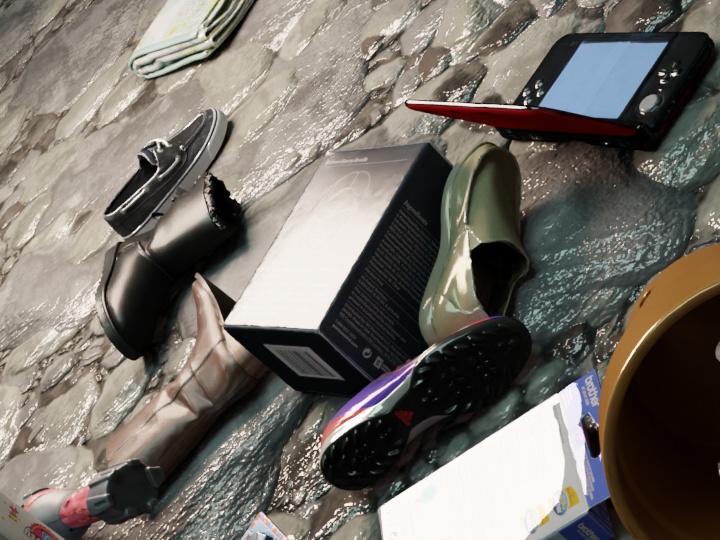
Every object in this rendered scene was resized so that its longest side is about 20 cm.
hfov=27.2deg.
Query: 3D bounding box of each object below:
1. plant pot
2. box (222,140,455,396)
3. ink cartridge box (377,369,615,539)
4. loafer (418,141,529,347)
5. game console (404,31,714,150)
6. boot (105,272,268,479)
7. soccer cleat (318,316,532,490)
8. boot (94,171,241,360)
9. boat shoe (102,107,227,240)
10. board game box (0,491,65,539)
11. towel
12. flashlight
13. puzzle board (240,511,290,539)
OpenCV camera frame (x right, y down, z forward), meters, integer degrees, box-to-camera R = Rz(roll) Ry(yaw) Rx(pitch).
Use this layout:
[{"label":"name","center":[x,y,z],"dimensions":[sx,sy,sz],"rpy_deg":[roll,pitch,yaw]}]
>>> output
[{"label":"plant pot","center":[0.230,0.069,0.856],"dimensions":[0.200,0.200,0.140],"rpy_deg":[-39,13,13]},{"label":"box","center":[0.000,0.000,1.296],"dimensions":[0.148,0.107,0.201],"rpy_deg":[1,55,53]},{"label":"ink cartridge box","center":[0.102,0.166,1.033],"dimensions":[0.200,0.042,0.120],"rpy_deg":[-38,31,21]},{"label":"loafer","center":[0.106,-0.020,1.226],"dimensions":[0.068,0.076,0.201],"rpy_deg":[-13,53,42]},{"label":"game console","center":[0.167,-0.168,1.271],"dimensions":[0.173,0.119,0.200],"rpy_deg":[-55,31,-14]},{"label":"boot","center":[-0.186,0.114,1.449],"dimensions":[0.200,0.064,0.186],"rpy_deg":[-48,31,6]},{"label":"soccer cleat","center":[0.046,0.092,1.173],"dimensions":[0.200,0.068,0.073],"rpy_deg":[-39,23,15]},{"label":"boot","center":[-0.203,-0.011,1.612],"dimensions":[0.162,0.073,0.199],"rpy_deg":[-34,31,15]},{"label":"boat shoe","center":[-0.237,-0.126,1.790],"dimensions":[0.200,0.068,0.072],"rpy_deg":[-54,31,-13]},{"label":"board game box","center":[-0.351,0.308,1.338],"dimensions":[0.200,0.148,0.064],"rpy_deg":[-40,28,11]},{"label":"towel","center":[-0.226,-0.353,2.075],"dimensions":[0.199,0.048,0.172],"rpy_deg":[-5,46,49]},{"label":"flashlight","center":[-0.257,0.220,1.368],"dimensions":[0.200,0.068,0.068],"rpy_deg":[-27,45,52]},{"label":"puzzle board","center":[-0.105,0.295,1.135],"dimensions":[0.201,0.017,0.151],"rpy_deg":[-56,29,-3]}]
